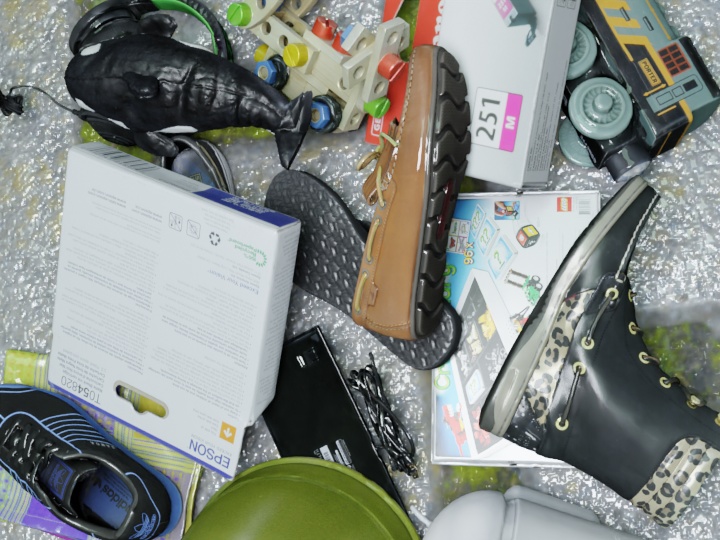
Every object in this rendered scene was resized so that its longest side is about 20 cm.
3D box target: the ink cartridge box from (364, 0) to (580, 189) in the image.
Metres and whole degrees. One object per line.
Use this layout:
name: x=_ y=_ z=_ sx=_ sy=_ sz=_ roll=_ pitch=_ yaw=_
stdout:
ink cartridge box: x=0.072 y=-0.175 z=0.812 sx=0.172 sy=0.043 sz=0.203 roll=17 pitch=104 yaw=36

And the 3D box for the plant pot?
plant pot: x=-0.065 y=0.242 z=0.744 sx=0.198 sy=0.193 sz=0.203 roll=0 pitch=92 yaw=15

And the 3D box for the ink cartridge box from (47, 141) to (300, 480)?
ink cartridge box: x=-0.146 y=0.028 z=0.843 sx=0.198 sy=0.040 sz=0.202 roll=22 pitch=112 yaw=24

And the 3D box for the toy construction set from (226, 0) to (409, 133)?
toy construction set: x=-0.027 y=-0.183 z=0.854 sx=0.200 sy=0.091 sz=0.132 roll=50 pitch=125 yaw=36

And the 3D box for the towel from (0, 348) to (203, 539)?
towel: x=-0.213 y=0.149 z=0.898 sx=0.197 sy=0.023 sz=0.146 roll=12 pitch=85 yaw=14

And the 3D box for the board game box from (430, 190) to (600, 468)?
board game box: x=0.116 y=0.043 z=0.831 sx=0.124 sy=0.035 sz=0.203 roll=0 pitch=81 yaw=12

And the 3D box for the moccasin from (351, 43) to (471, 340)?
moccasin: x=0.030 y=-0.055 z=0.782 sx=0.077 sy=0.073 sz=0.204 roll=14 pitch=106 yaw=27

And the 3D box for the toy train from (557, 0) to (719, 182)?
toy train: x=0.178 y=-0.166 z=0.830 sx=0.113 sy=0.085 sz=0.202 roll=-25 pitch=74 yaw=-5

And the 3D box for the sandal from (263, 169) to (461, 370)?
sandal: x=0.000 y=0.000 z=0.855 sx=0.200 sy=0.045 sz=0.075 roll=42 pitch=113 yaw=19

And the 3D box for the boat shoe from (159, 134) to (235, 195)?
boat shoe: x=-0.115 y=-0.014 z=0.877 sx=0.069 sy=0.066 sz=0.203 roll=-16 pitch=78 yaw=10

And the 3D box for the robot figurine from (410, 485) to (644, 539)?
robot figurine: x=0.121 y=0.217 z=0.754 sx=0.197 sy=0.170 sz=0.114 roll=16 pitch=125 yaw=3

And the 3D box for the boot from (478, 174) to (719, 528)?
boot: x=0.190 y=0.056 z=0.765 sx=0.153 sy=0.073 sz=0.205 roll=31 pitch=87 yaw=8

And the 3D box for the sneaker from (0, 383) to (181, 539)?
sneaker: x=-0.229 y=0.143 z=0.851 sx=0.198 sy=0.078 sz=0.071 roll=25 pitch=88 yaw=16

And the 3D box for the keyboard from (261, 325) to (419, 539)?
keyboard: x=-0.003 y=0.140 z=0.845 sx=0.103 sy=0.040 sz=0.202 roll=-26 pitch=87 yaw=21

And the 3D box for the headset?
headset: x=-0.204 y=-0.160 z=0.906 sx=0.197 sy=0.094 sz=0.125 roll=-14 pitch=78 yaw=9

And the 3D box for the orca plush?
orca plush: x=-0.139 y=-0.120 z=0.821 sx=0.198 sy=0.071 sz=0.106 roll=28 pitch=114 yaw=10
